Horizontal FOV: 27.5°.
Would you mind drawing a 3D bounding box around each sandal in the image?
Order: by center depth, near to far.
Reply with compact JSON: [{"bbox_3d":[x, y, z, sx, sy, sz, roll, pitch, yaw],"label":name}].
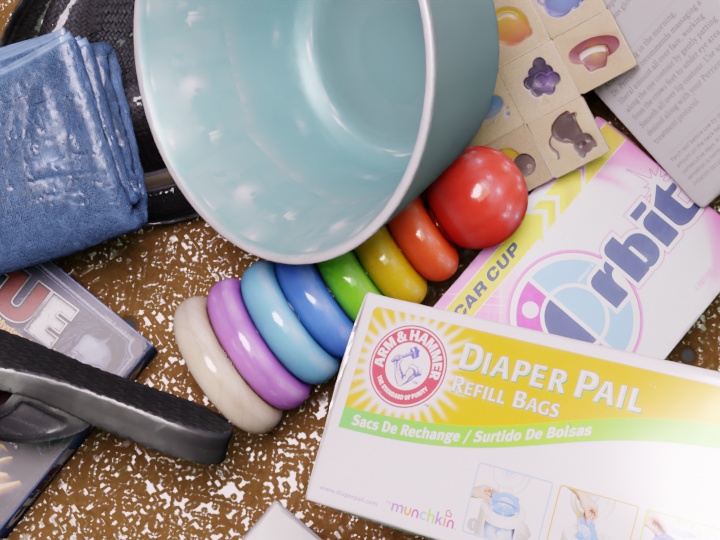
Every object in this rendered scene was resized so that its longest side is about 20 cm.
[{"bbox_3d":[-0.167,0.070,0.765,0.200,0.075,0.048,20,96,2],"label":"sandal"}]

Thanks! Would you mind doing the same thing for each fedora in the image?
[{"bbox_3d":[-0.117,-0.127,0.827,0.200,0.092,0.202,0,79,-2],"label":"fedora"}]

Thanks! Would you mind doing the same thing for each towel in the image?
[{"bbox_3d":[-0.215,-0.048,0.768,0.199,0.049,0.112,-15,92,10],"label":"towel"}]

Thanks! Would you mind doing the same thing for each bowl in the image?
[{"bbox_3d":[-0.009,-0.111,0.729,0.105,0.201,0.201,-15,77,-45],"label":"bowl"}]

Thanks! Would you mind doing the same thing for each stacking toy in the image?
[{"bbox_3d":[0.000,0.000,0.786,0.200,0.085,0.086,-35,82,9],"label":"stacking toy"}]

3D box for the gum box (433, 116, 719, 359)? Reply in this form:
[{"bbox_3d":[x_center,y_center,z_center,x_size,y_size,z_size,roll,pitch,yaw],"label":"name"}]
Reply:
[{"bbox_3d":[0.115,0.021,0.820,0.113,0.066,0.200,41,81,5],"label":"gum box"}]

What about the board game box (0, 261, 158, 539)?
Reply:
[{"bbox_3d":[-0.233,0.033,0.821,0.200,0.035,0.136,38,80,5],"label":"board game box"}]

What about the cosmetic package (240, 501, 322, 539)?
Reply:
[{"bbox_3d":[-0.070,0.227,0.765,0.107,0.090,0.200,42,78,5],"label":"cosmetic package"}]

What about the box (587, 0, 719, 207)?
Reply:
[{"bbox_3d":[0.188,-0.165,0.812,0.152,0.106,0.200,-34,80,-36],"label":"box"}]

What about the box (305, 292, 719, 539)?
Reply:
[{"bbox_3d":[0.092,0.089,0.680,0.199,0.112,0.102,12,80,27],"label":"box"}]

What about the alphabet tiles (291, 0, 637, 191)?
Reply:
[{"bbox_3d":[0.044,-0.130,0.789,0.166,0.006,0.201,-27,94,20],"label":"alphabet tiles"}]
